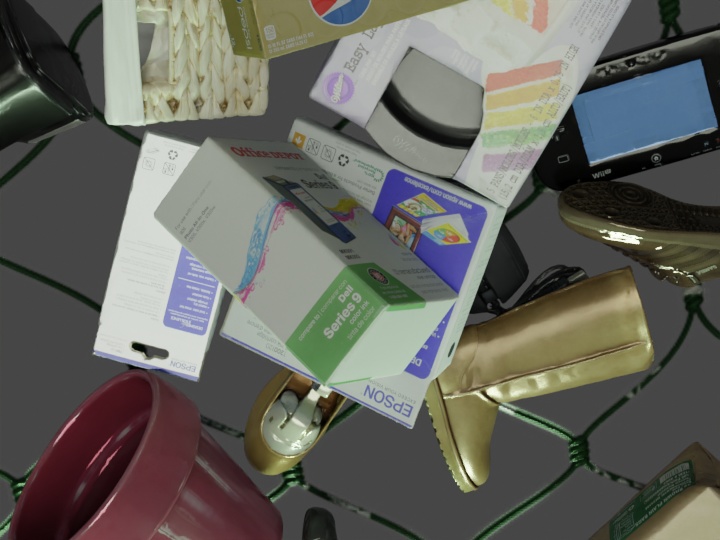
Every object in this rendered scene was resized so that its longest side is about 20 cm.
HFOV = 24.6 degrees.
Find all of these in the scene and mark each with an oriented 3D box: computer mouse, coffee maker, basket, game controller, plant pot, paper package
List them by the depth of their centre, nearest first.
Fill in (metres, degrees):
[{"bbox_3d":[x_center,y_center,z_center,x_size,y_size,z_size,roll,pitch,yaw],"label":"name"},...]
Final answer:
[{"bbox_3d":[-0.129,-0.213,1.268,0.123,0.200,0.136,2,126,-3],"label":"basket"},{"bbox_3d":[-0.338,-0.130,1.322,0.200,0.192,0.135,-31,87,11],"label":"coffee maker"},{"bbox_3d":[0.233,-0.133,1.361,0.200,0.042,0.104,-16,106,9],"label":"game controller"},{"bbox_3d":[0.093,-0.021,1.399,0.138,0.053,0.200,-32,103,13],"label":"computer mouse"},{"bbox_3d":[-0.173,0.212,1.429,0.179,0.200,0.200,37,107,-24],"label":"plant pot"},{"bbox_3d":[0.291,0.290,1.458,0.191,0.103,0.200,43,106,-10],"label":"paper package"}]

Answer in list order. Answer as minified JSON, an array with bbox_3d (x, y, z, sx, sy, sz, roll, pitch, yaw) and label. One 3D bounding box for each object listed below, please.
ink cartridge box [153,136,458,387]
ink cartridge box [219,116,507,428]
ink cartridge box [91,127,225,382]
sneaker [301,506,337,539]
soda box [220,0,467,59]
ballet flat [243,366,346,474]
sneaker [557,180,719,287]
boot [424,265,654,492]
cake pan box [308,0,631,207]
[{"bbox_3d":[-0.042,-0.010,1.286,0.200,0.145,0.088,42,107,19],"label":"ink cartridge box"},{"bbox_3d":[0.000,0.000,1.370,0.198,0.043,0.200,25,102,21],"label":"ink cartridge box"},{"bbox_3d":[-0.159,-0.013,1.411,0.099,0.039,0.200,16,97,-2],"label":"ink cartridge box"},{"bbox_3d":[0.006,0.298,1.502,0.115,0.076,0.200,-3,118,0],"label":"sneaker"},{"bbox_3d":[0.003,-0.207,1.166,0.200,0.064,0.068,-19,107,-21],"label":"soda box"},{"bbox_3d":[-0.044,0.106,1.443,0.069,0.063,0.200,30,107,-8],"label":"ballet flat"},{"bbox_3d":[0.257,-0.018,1.376,0.200,0.070,0.076,10,125,-3],"label":"sneaker"},{"bbox_3d":[0.156,0.098,1.413,0.200,0.066,0.175,-17,125,6],"label":"boot"},{"bbox_3d":[0.081,-0.172,1.275,0.184,0.052,0.200,30,106,-3],"label":"cake pan box"}]
